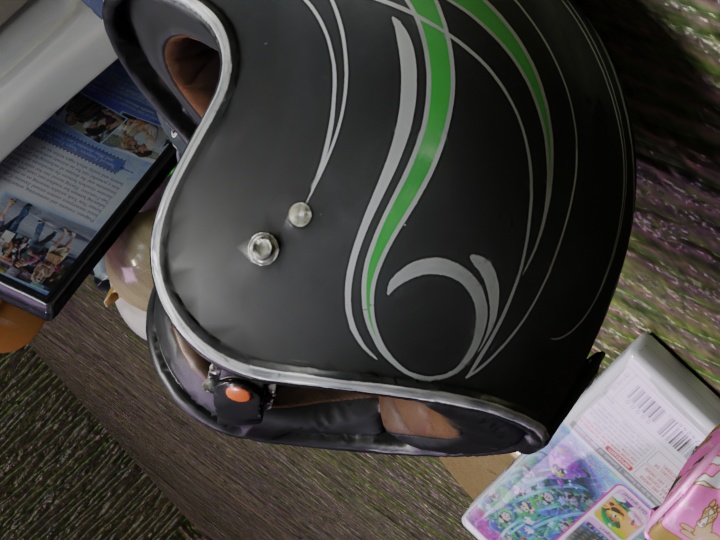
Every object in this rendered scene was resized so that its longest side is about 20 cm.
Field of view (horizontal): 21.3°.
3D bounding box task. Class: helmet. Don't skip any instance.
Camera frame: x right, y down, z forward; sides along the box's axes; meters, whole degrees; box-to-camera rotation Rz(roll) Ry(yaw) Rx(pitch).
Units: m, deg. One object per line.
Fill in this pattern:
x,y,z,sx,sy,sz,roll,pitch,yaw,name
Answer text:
0.000,-0.040,0.686,0.198,0.193,0.200,6,166,2,helmet

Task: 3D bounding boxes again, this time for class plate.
-0.246,-0.151,1.060,0.199,0.200,0.032,41,157,9,plate

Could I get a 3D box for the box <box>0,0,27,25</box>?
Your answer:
-0.240,-0.156,1.000,0.095,0.200,0.078,40,159,7,box

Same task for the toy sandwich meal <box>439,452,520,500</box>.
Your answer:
0.114,0.109,1.087,0.205,0.070,0.205,44,166,14,toy sandwich meal

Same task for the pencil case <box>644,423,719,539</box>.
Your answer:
0.220,0.149,0.838,0.200,0.083,0.087,40,157,9,pencil case

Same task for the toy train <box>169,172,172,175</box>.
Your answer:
-0.103,-0.067,1.241,0.056,0.042,0.200,24,159,27,toy train

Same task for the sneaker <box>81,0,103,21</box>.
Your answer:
-0.097,-0.131,0.965,0.084,0.075,0.201,35,158,49,sneaker

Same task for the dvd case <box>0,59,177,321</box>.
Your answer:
-0.185,-0.067,1.088,0.142,0.201,0.018,24,138,11,dvd case

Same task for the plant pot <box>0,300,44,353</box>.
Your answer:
-0.476,0.016,2.320,0.200,0.201,0.183,34,179,33,plant pot

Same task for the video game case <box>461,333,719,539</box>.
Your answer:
0.166,0.148,0.958,0.200,0.024,0.182,43,138,4,video game case

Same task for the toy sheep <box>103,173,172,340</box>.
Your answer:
-0.073,-0.003,1.142,0.137,0.139,0.199,33,-165,38,toy sheep

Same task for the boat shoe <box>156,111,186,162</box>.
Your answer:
-0.058,-0.075,0.826,0.066,0.074,0.201,-44,62,49,boat shoe

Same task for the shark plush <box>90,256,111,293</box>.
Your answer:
-0.180,-0.067,1.215,0.090,0.201,0.084,2,139,2,shark plush
